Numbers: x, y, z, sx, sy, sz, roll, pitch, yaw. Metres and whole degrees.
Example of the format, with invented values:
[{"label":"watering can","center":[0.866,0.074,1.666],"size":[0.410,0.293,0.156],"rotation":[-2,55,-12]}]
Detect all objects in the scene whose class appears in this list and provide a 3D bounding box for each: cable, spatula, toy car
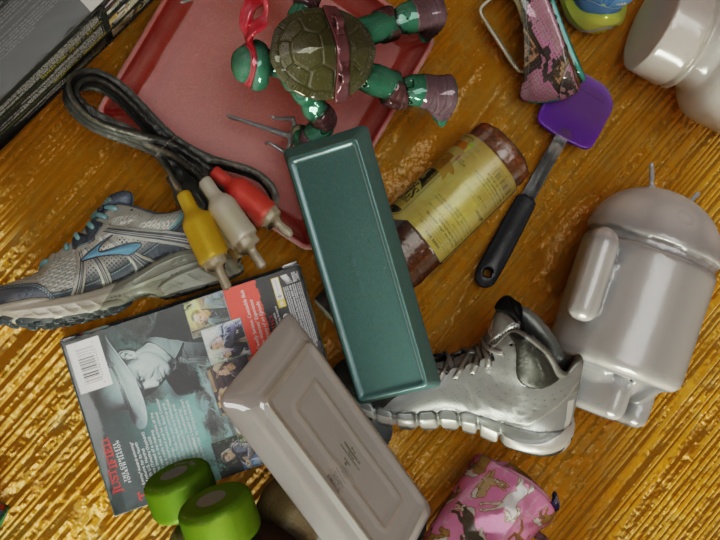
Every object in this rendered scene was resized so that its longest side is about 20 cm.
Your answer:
[{"label":"cable","center":[-0.128,-0.084,0.791],"size":[0.097,0.050,0.201],"rotation":[-40,93,-31]},{"label":"spatula","center":[0.148,-0.075,0.895],"size":[0.056,0.021,0.202],"rotation":[28,89,3]},{"label":"toy car","center":[-0.038,0.203,0.815],"size":[0.198,0.157,0.167],"rotation":[-24,105,-25]}]

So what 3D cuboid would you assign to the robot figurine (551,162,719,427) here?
[{"label":"robot figurine","center":[0.222,0.020,0.865],"size":[0.169,0.112,0.203],"rotation":[23,87,-50]}]

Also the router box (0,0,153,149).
[{"label":"router box","center":[-0.225,-0.165,0.762],"size":[0.051,0.149,0.200],"rotation":[45,84,-9]}]

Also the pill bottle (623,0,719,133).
[{"label":"pill bottle","center":[0.323,-0.164,0.878],"size":[0.197,0.114,0.116],"rotation":[24,87,-10]}]

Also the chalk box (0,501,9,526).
[{"label":"chalk box","center":[-0.339,0.205,0.766],"size":[0.124,0.124,0.202],"rotation":[29,85,-9]}]

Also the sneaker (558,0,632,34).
[{"label":"sneaker","center":[0.190,-0.297,0.855],"size":[0.074,0.105,0.204],"rotation":[-15,95,-9]}]

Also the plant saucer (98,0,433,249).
[{"label":"plant saucer","center":[-0.072,-0.152,0.847],"size":[0.198,0.037,0.202],"rotation":[31,86,-9]}]

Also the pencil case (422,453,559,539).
[{"label":"pencil case","center":[0.078,0.248,0.849],"size":[0.086,0.083,0.201],"rotation":[32,76,11]}]

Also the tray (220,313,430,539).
[{"label":"tray","center":[-0.014,0.136,0.781],"size":[0.201,0.022,0.108],"rotation":[55,41,-15]}]

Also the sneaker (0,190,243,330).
[{"label":"sneaker","center":[-0.193,-0.010,0.818],"size":[0.197,0.078,0.088],"rotation":[-15,88,-19]}]

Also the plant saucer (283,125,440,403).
[{"label":"plant saucer","center":[0.000,0.000,0.794],"size":[0.069,0.019,0.203],"rotation":[-14,97,17]}]

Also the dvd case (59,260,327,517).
[{"label":"dvd case","center":[-0.122,0.093,0.853],"size":[0.197,0.022,0.148],"rotation":[-19,95,-10]}]

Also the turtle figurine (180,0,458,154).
[{"label":"turtle figurine","center":[-0.028,-0.153,0.791],"size":[0.196,0.101,0.153],"rotation":[-6,103,-20]}]

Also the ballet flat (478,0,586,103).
[{"label":"ballet flat","center":[0.126,-0.234,0.872],"size":[0.070,0.069,0.204],"rotation":[-15,95,12]}]

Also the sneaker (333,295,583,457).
[{"label":"sneaker","center":[0.079,0.066,0.833],"size":[0.196,0.075,0.117],"rotation":[11,117,1]}]

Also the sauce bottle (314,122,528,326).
[{"label":"sauce bottle","center":[0.047,-0.031,0.857],"size":[0.200,0.066,0.066],"rotation":[-43,98,-8]}]
